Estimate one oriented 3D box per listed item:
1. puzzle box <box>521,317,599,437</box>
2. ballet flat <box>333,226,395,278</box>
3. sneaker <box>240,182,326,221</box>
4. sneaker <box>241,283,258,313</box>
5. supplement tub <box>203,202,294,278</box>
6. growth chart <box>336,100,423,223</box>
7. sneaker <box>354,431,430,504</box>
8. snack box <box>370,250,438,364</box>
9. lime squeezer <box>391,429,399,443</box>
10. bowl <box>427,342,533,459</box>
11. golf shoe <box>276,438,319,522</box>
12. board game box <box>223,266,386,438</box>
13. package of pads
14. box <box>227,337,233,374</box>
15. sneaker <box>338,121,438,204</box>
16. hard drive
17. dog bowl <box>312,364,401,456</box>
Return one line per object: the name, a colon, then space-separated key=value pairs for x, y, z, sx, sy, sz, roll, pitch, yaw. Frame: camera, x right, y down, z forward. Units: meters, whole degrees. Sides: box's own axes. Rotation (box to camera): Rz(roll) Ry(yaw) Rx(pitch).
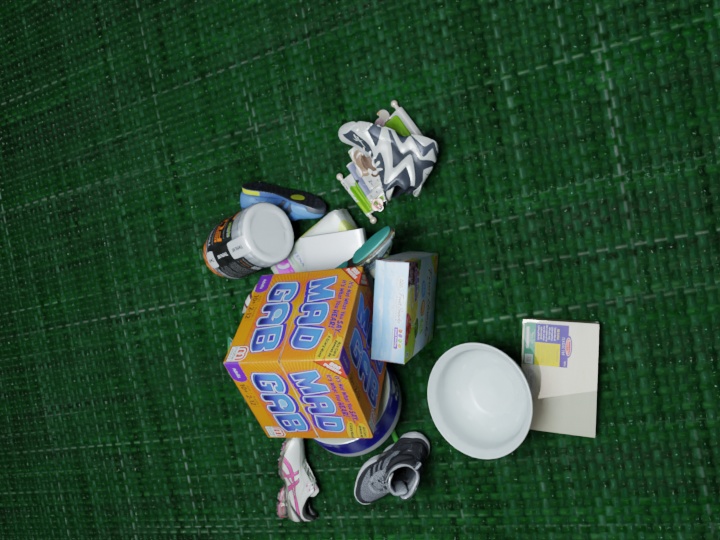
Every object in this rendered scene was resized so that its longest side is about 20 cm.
puzzle box: x=0.354 y=0.188 z=1.062 sx=0.130 sy=0.025 sz=0.205 roll=3 pitch=96 yaw=22
ballet flat: x=0.000 y=0.000 z=1.078 sx=0.199 sy=0.074 sz=0.075 roll=-36 pitch=82 yaw=22
sneaker: x=-0.159 y=-0.125 z=1.227 sx=0.196 sy=0.066 sz=0.080 roll=14 pitch=115 yaw=19
sneaker: x=-0.168 y=0.123 z=1.249 sx=0.200 sy=0.074 sz=0.091 roll=47 pitch=118 yaw=18
supplement tub: x=-0.231 y=-0.053 z=1.198 sx=0.198 sy=0.121 sz=0.125 roll=-18 pitch=88 yaw=48
growth chart: x=0.042 y=-0.213 z=1.157 sx=0.145 sy=0.018 sz=0.200 roll=46 pitch=108 yaw=13
sneaker: x=0.052 y=0.403 z=1.151 sx=0.075 sy=0.114 sz=0.200 roll=43 pitch=108 yaw=-3
snack box: x=0.083 y=0.057 z=1.065 sx=0.066 sy=0.200 sz=0.173 roll=5 pitch=99 yaw=19
lime squeezer: x=0.021 y=0.255 z=1.205 sx=0.200 sy=0.038 sz=0.071 roll=42 pitch=139 yaw=13
bowl: x=0.227 y=0.225 z=1.072 sx=0.198 sy=0.090 sz=0.206 roll=3 pitch=95 yaw=35
golf shoe: x=-0.126 y=0.434 z=1.258 sx=0.090 sy=0.073 sz=0.204 roll=7 pitch=107 yaw=15
board game box: x=-0.079 y=0.142 z=1.020 sx=0.196 sy=0.202 sz=0.202 roll=-5 pitch=131 yaw=19
package of pads: x=-0.069 y=-0.009 z=1.194 sx=0.199 sy=0.068 sz=0.156 roll=-37 pitch=82 yaw=20
box: x=-0.195 y=0.213 z=1.256 sx=0.197 sy=0.048 sz=0.119 roll=23 pitch=127 yaw=17
sneaker: x=0.038 y=-0.194 z=1.107 sx=0.195 sy=0.079 sz=0.132 roll=16 pitch=91 yaw=10
hard drive: x=-0.039 y=0.029 z=1.136 sx=0.129 sy=0.026 sz=0.204 roll=-7 pitch=96 yaw=20
dog bowl: x=-0.025 y=0.244 z=1.140 sx=0.196 sy=0.079 sz=0.203 roll=-10 pitch=57 yaw=16
